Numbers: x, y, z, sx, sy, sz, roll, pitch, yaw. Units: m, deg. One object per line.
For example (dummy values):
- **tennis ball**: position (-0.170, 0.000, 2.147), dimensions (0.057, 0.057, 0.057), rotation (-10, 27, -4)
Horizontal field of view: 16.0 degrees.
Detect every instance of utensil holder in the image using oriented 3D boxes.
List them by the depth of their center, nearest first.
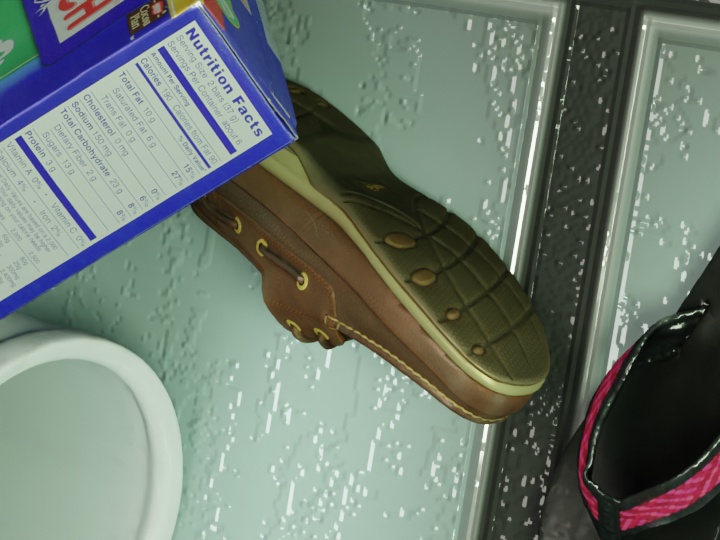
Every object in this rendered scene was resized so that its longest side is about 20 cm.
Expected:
- **utensil holder**: position (-0.204, 0.081, 1.103), dimensions (0.199, 0.170, 0.171), rotation (20, 100, 37)

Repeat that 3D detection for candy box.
- **candy box**: position (-0.134, -0.065, 1.027), dimensions (0.199, 0.077, 0.169), rotation (-31, 30, 8)

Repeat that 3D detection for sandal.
- **sandal**: position (0.117, 0.052, 0.946), dimensions (0.075, 0.045, 0.201), rotation (39, 110, 30)

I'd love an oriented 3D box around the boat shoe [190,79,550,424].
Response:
- **boat shoe**: position (-0.001, 0.000, 1.021), dimensions (0.200, 0.072, 0.068), rotation (45, 118, 35)
